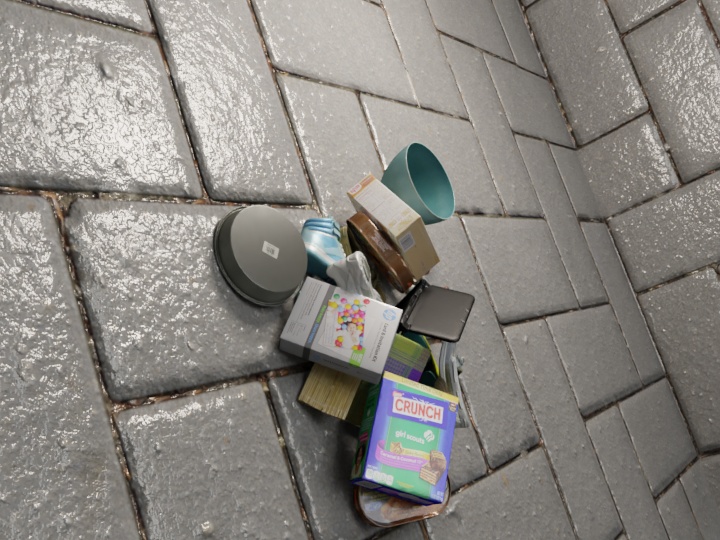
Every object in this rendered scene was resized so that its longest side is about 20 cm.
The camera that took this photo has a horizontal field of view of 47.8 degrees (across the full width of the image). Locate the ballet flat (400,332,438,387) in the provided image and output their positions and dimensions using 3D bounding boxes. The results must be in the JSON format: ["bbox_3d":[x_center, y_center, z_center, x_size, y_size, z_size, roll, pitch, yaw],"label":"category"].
[{"bbox_3d":[0.142,0.214,1.820,0.203,0.066,0.067,65,11,-5],"label":"ballet flat"}]

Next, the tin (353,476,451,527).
[{"bbox_3d":[0.079,0.416,1.531,0.197,0.042,0.114,-3,77,-26],"label":"tin"}]

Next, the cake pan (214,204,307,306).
[{"bbox_3d":[-0.177,-0.034,1.509,0.198,0.037,0.203,21,56,-34],"label":"cake pan"}]

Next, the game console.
[{"bbox_3d":[0.131,0.116,1.726,0.116,0.176,0.200,41,32,-3],"label":"game console"}]

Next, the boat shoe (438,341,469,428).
[{"bbox_3d":[0.200,0.239,1.743,0.075,0.063,0.205,77,14,-59],"label":"boat shoe"}]

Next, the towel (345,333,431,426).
[{"bbox_3d":[0.051,0.226,1.599,0.143,0.023,0.202,27,88,-40],"label":"towel"}]

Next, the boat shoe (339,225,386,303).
[{"bbox_3d":[0.000,-0.002,1.750,0.202,0.063,0.073,57,33,-11],"label":"boat shoe"}]

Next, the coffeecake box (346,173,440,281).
[{"bbox_3d":[0.071,-0.096,1.773,0.200,0.073,0.154,45,-10,43],"label":"coffeecake box"}]

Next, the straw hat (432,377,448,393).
[{"bbox_3d":[0.123,0.313,1.674,0.083,0.202,0.204,4,55,-6],"label":"straw hat"}]

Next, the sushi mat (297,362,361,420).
[{"bbox_3d":[-0.040,0.184,1.537,0.094,0.012,0.202,25,53,0],"label":"sushi mat"}]

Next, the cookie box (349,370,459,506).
[{"bbox_3d":[0.083,0.312,1.507,0.169,0.075,0.203,21,64,-17],"label":"cookie box"}]

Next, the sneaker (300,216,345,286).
[{"bbox_3d":[-0.049,-0.036,1.680,0.199,0.079,0.132,40,46,-35],"label":"sneaker"}]

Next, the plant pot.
[{"bbox_3d":[0.121,-0.191,1.984,0.199,0.134,0.203,33,44,-38],"label":"plant pot"}]

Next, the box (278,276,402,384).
[{"bbox_3d":[-0.035,0.110,1.521,0.197,0.041,0.157,20,51,4],"label":"box"}]

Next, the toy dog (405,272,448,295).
[{"bbox_3d":[0.140,0.030,1.889,0.097,0.131,0.201,-53,125,-30],"label":"toy dog"}]

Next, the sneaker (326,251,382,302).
[{"bbox_3d":[-0.012,0.062,1.622,0.078,0.098,0.203,-67,142,-66],"label":"sneaker"}]

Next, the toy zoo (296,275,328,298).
[{"bbox_3d":[-0.050,0.095,1.631,0.199,0.020,0.133,32,43,-28],"label":"toy zoo"}]

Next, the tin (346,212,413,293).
[{"bbox_3d":[0.043,-0.040,1.726,0.201,0.042,0.112,51,-4,17],"label":"tin"}]
